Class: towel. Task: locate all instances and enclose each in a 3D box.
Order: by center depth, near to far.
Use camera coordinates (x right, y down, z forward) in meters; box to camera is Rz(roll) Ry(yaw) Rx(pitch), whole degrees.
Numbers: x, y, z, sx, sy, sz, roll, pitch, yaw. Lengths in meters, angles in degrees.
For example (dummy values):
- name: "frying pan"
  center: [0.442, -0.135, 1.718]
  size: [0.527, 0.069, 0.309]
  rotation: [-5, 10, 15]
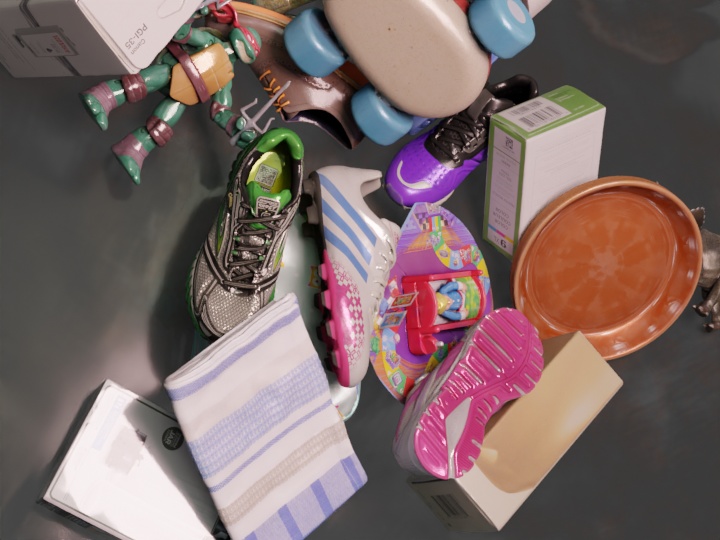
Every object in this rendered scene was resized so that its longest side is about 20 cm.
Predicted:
- name: "towel"
  center: [-0.073, 0.137, 1.005]
  size: [0.147, 0.024, 0.201]
  rotation: [-35, 115, -35]

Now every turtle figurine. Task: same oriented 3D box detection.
- name: "turtle figurine"
  center: [-0.149, -0.174, 1.099]
  size: [0.200, 0.101, 0.150]
  rotation: [-35, 111, -9]

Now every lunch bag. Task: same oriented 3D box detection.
- name: "lunch bag"
  center: [-0.075, 0.038, 1.102]
  size: [0.159, 0.077, 0.201]
  rotation: [10, 73, -17]

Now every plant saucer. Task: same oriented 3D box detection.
- name: "plant saucer"
  center: [0.244, -0.002, 1.208]
  size: [0.199, 0.032, 0.201]
  rotation: [-6, 119, -11]

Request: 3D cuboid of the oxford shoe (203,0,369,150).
- name: "oxford shoe"
  center: [-0.070, -0.190, 1.167]
  size: [0.199, 0.071, 0.073]
  rotation: [29, 72, -13]

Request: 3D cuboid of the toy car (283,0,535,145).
- name: "toy car"
  center: [0.056, -0.258, 1.141]
  size: [0.177, 0.184, 0.201]
  rotation: [43, 36, -20]

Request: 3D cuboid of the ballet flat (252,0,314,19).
- name: "ballet flat"
  center: [-0.019, -0.282, 1.219]
  size: [0.199, 0.071, 0.071]
  rotation: [-10, 80, -25]

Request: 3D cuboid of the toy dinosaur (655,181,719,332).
- name: "toy dinosaur"
  center: [0.377, 0.000, 1.292]
  size: [0.200, 0.077, 0.103]
  rotation: [37, 80, -5]

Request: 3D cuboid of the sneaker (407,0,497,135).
- name: "sneaker"
  center: [0.089, -0.220, 1.242]
  size: [0.078, 0.070, 0.200]
  rotation: [45, 58, -2]

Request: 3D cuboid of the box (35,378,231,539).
- name: "box"
  center: [-0.161, 0.191, 1.037]
  size: [0.199, 0.060, 0.117]
  rotation: [32, 68, -12]

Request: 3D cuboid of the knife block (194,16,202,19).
- name: "knife block"
  center: [-0.198, -0.338, 1.095]
  size: [0.199, 0.175, 0.064]
  rotation: [34, 68, -11]

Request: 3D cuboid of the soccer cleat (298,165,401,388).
- name: "soccer cleat"
  center: [0.000, 0.000, 1.054]
  size: [0.086, 0.070, 0.201]
  rotation: [-6, 75, -10]

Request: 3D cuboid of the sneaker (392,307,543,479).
- name: "sneaker"
  center: [0.090, 0.109, 1.094]
  size: [0.081, 0.088, 0.200]
  rotation: [51, 56, -8]

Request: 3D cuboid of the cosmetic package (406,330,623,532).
- name: "cosmetic package"
  center: [0.146, 0.153, 1.146]
  size: [0.071, 0.105, 0.200]
  rotation: [49, 63, -6]

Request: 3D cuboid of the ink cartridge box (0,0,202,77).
- name: "ink cartridge box"
  center: [-0.230, -0.245, 1.040]
  size: [0.147, 0.199, 0.083]
  rotation: [-56, 129, -24]

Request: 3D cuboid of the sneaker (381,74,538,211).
- name: "sneaker"
  center: [0.103, -0.139, 1.198]
  size: [0.200, 0.100, 0.070]
  rotation: [-35, 73, -28]

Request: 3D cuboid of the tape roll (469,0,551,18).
- name: "tape roll"
  center: [0.105, -0.321, 1.149]
  size: [0.037, 0.203, 0.203]
  rotation: [-41, 94, -4]

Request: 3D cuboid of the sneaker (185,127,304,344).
- name: "sneaker"
  center: [-0.097, -0.032, 1.024]
  size: [0.078, 0.085, 0.201]
  rotation: [14, 74, -10]

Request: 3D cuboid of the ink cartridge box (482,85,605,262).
- name: "ink cartridge box"
  center: [0.181, -0.074, 1.215]
  size: [0.103, 0.201, 0.059]
  rotation: [-24, 42, -27]

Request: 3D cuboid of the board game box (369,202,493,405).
- name: "board game box"
  center: [0.081, 0.036, 1.141]
  size: [0.158, 0.039, 0.201]
  rotation: [50, 53, -31]
